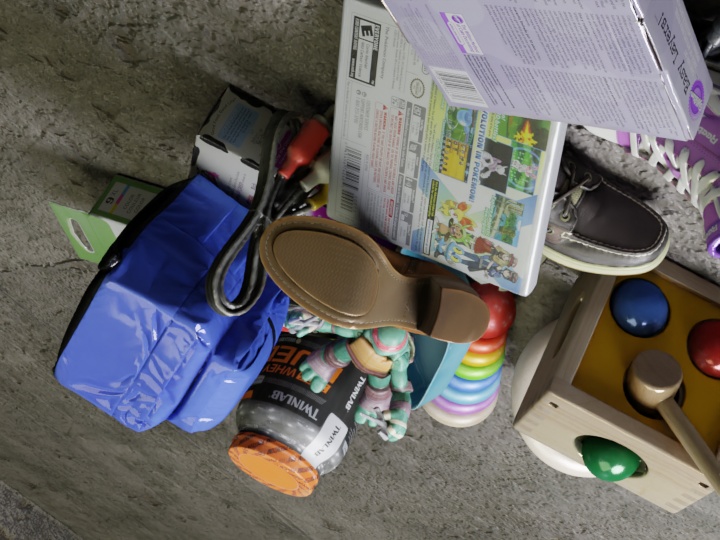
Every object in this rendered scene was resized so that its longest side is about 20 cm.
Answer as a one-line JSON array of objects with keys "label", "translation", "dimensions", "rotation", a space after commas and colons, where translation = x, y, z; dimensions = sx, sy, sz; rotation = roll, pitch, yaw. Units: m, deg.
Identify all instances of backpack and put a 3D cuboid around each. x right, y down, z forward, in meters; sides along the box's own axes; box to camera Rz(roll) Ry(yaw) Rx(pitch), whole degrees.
[{"label": "backpack", "translation": [-0.153, 0.031, 1.226], "dimensions": [0.168, 0.200, 0.163], "rotation": [36, 127, -9]}]

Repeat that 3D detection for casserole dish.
[{"label": "casserole dish", "translation": [0.064, 0.048, 1.308], "dimensions": [0.039, 0.121, 0.200], "rotation": [-10, 151, -18]}]

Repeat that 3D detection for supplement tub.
[{"label": "supplement tub", "translation": [-0.050, 0.125, 1.455], "dimensions": [0.122, 0.200, 0.123], "rotation": [22, 154, 11]}]

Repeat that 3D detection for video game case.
[{"label": "video game case", "translation": [0.062, -0.094, 1.046], "dimensions": [0.182, 0.022, 0.201], "rotation": [23, 130, 21]}]

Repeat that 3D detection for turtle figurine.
[{"label": "turtle figurine", "translation": [0.005, 0.084, 1.285], "dimensions": [0.150, 0.101, 0.200], "rotation": [52, 162, 8]}]

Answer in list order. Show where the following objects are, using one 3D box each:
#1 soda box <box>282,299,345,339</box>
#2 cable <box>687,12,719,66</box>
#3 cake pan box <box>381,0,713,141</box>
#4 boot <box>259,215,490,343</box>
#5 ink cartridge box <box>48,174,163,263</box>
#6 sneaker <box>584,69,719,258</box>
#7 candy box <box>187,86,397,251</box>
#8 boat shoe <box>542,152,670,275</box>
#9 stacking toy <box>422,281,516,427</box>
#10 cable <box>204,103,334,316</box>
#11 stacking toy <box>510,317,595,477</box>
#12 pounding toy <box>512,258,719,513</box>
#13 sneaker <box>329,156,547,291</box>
[{"label": "soda box", "translation": [-0.079, 0.016, 1.368], "dimensions": [0.199, 0.071, 0.063], "rotation": [9, 152, -2]}, {"label": "cable", "translation": [0.190, -0.178, 0.829], "dimensions": [0.200, 0.051, 0.163], "rotation": [1, 144, 43]}, {"label": "cake pan box", "translation": [0.105, -0.159, 0.854], "dimensions": [0.184, 0.052, 0.200], "rotation": [15, 157, 37]}, {"label": "boot", "translation": [0.000, 0.000, 1.140], "dimensions": [0.199, 0.077, 0.155], "rotation": [14, -175, -16]}, {"label": "ink cartridge box", "translation": [-0.221, -0.039, 1.485], "dimensions": [0.199, 0.059, 0.104], "rotation": [16, 150, 23]}, {"label": "sneaker", "translation": [0.223, -0.070, 0.925], "dimensions": [0.200, 0.115, 0.073], "rotation": [16, 153, 28]}, {"label": "candy box", "translation": [-0.055, -0.067, 1.266], "dimensions": [0.200, 0.061, 0.136], "rotation": [28, 154, -1]}, {"label": "boat shoe", "translation": [0.142, -0.058, 1.073], "dimensions": [0.199, 0.073, 0.065], "rotation": [22, 159, 14]}, {"label": "stacking toy", "translation": [0.107, 0.073, 1.354], "dimensions": [0.085, 0.086, 0.200], "rotation": [24, 148, 9]}, {"label": "cable", "translation": [-0.066, -0.056, 1.143], "dimensions": [0.050, 0.200, 0.097], "rotation": [-1, 134, 47]}, {"label": "stacking toy", "translation": [0.191, 0.113, 1.323], "dimensions": [0.146, 0.146, 0.200], "rotation": [32, 174, -7]}, {"label": "pounding toy", "translation": [0.242, 0.102, 1.120], "dimensions": [0.184, 0.200, 0.142], "rotation": [28, 154, 1]}, {"label": "sneaker", "translation": [0.073, -0.061, 1.149], "dimensions": [0.200, 0.074, 0.088], "rotation": [27, 151, -14]}]
